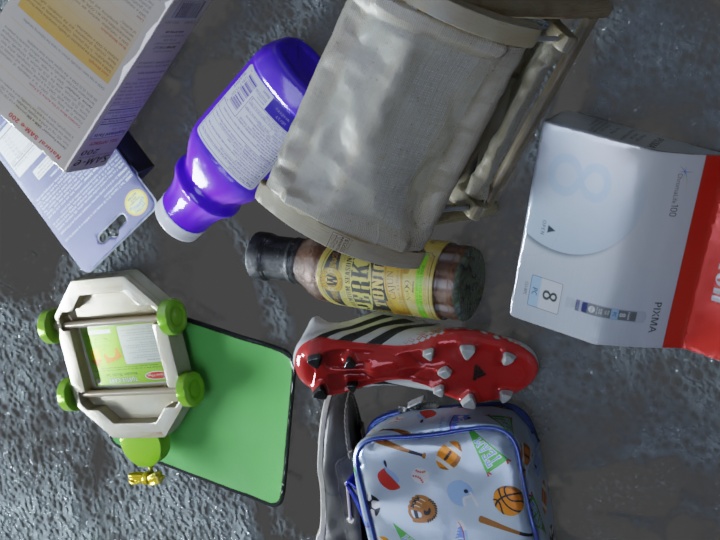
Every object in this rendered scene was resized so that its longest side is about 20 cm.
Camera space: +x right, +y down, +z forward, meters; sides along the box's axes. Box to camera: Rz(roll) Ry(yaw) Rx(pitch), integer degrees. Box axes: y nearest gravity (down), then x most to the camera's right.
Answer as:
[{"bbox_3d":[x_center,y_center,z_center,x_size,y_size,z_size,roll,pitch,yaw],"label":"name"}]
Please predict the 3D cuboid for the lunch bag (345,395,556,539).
[{"bbox_3d":[0.075,0.202,1.226,0.159,0.076,0.201,-8,104,18],"label":"lunch bag"}]

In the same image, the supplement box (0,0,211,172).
[{"bbox_3d":[-0.222,-0.199,1.235,0.126,0.073,0.200,41,110,9],"label":"supplement box"}]

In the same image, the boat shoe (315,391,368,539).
[{"bbox_3d":[-0.006,0.186,1.290,0.057,0.067,0.201,7,117,9],"label":"boat shoe"}]

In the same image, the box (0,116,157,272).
[{"bbox_3d":[-0.265,-0.109,1.335,0.121,0.032,0.200,-38,86,33],"label":"box"}]

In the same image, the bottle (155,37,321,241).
[{"bbox_3d":[-0.098,-0.101,1.227,0.084,0.065,0.200,49,123,5],"label":"bottle"}]

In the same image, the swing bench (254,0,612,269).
[{"bbox_3d":[0.052,-0.122,1.057,0.129,0.200,0.200,34,121,13],"label":"swing bench"}]

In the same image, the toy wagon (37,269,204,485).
[{"bbox_3d":[-0.214,0.100,1.375,0.154,0.040,0.201,-5,106,31],"label":"toy wagon"}]

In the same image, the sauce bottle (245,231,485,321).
[{"bbox_3d":[0.000,0.000,1.213,0.199,0.065,0.065,6,111,27],"label":"sauce bottle"}]

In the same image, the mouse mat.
[{"bbox_3d":[-0.149,0.120,1.373,0.199,0.008,0.162,17,115,22],"label":"mouse mat"}]

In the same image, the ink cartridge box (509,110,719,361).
[{"bbox_3d":[0.218,-0.015,1.098,0.199,0.047,0.161,19,116,24],"label":"ink cartridge box"}]

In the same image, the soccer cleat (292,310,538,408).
[{"bbox_3d":[0.045,0.065,1.213,0.198,0.085,0.069,-1,121,5],"label":"soccer cleat"}]
